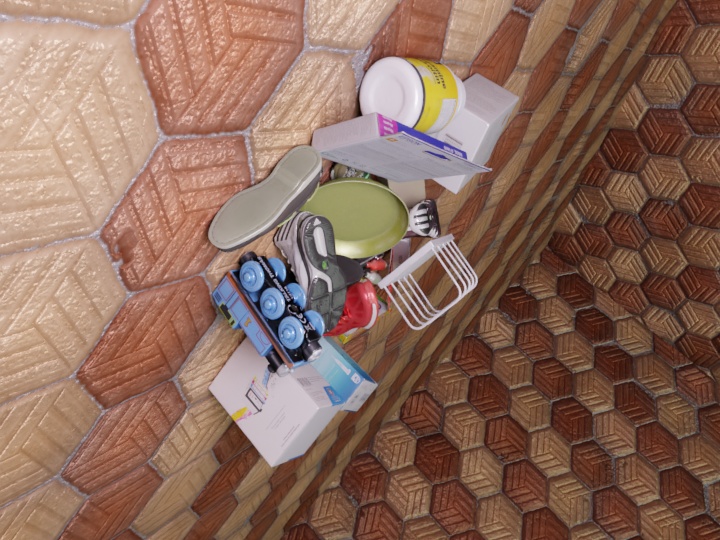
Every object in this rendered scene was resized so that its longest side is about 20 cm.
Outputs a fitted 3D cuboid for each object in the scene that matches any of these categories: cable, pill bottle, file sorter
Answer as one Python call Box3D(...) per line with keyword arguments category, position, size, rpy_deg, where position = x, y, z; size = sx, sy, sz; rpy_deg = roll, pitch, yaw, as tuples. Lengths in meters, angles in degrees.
Box3D(category="cable", position=(0.000, 0.000, 1.191), size=(0.098, 0.050, 0.198), rpy_deg=(-55, 160, 17))
Box3D(category="pill bottle", position=(0.092, -0.274, 0.935), size=(0.198, 0.111, 0.114), rpy_deg=(-23, 147, -53))
Box3D(category="file sorter", position=(0.148, 0.023, 1.206), size=(0.138, 0.126, 0.199), rpy_deg=(-38, 173, 21))

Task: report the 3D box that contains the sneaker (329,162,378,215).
Box3D(category="sneaker", position=(0.007, -0.139, 1.014), size=(0.077, 0.088, 0.201), rpy_deg=(-46, 160, -12))

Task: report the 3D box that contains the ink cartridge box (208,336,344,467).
Box3D(category="ink cartridge box", position=(-0.161, 0.240, 1.139), size=(0.146, 0.200, 0.147), rpy_deg=(-49, 160, 7))

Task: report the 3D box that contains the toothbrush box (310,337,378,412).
Box3D(category="toothbrush box", position=(-0.068, 0.205, 1.281), size=(0.086, 0.199, 0.146), rpy_deg=(-46, 161, -2))

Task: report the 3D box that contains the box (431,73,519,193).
Box3D(category="box", position=(0.208, -0.273, 1.156), size=(0.200, 0.105, 0.155), rpy_deg=(-44, 162, -49))

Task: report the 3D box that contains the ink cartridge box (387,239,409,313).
Box3D(category="ink cartridge box", position=(0.089, -0.023, 1.333), size=(0.202, 0.042, 0.179), rpy_deg=(84, 11, -63))

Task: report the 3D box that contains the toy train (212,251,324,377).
Box3D(category="toy train", position=(-0.138, 0.070, 0.909), size=(0.114, 0.202, 0.086), rpy_deg=(-46, 163, 26))

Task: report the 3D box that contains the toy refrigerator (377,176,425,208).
Box3D(category="toy refrigerator", position=(0.070, -0.186, 1.089), size=(0.074, 0.071, 0.201), rpy_deg=(-30, 159, -2))

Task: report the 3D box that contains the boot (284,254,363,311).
Box3D(category="boot", position=(-0.083, 0.061, 1.108), size=(0.183, 0.070, 0.202), rpy_deg=(-19, 151, -10))

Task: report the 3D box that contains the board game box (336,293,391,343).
Box3D(category="board game box", position=(-0.008, 0.093, 1.371), size=(0.198, 0.095, 0.030), rpy_deg=(-26, 150, -50))

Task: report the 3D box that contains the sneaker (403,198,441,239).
Box3D(category="sneaker", position=(0.089, -0.094, 1.149), size=(0.112, 0.079, 0.199), rpy_deg=(-10, 178, 19))

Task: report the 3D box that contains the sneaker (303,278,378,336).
Box3D(category="sneaker", position=(-0.046, 0.082, 1.025), size=(0.112, 0.080, 0.201), rpy_deg=(-14, 161, -24))

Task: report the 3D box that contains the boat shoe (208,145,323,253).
Box3D(category="boat shoe", position=(-0.127, -0.090, 0.830), size=(0.201, 0.071, 0.061), rpy_deg=(-44, 159, -19))

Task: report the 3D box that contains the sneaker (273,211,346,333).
Box3D(category="sneaker", position=(-0.084, -0.004, 0.967), size=(0.074, 0.114, 0.207), rpy_deg=(-20, 118, -30))

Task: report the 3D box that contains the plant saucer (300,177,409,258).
Box3D(category="plant saucer", position=(-0.015, -0.091, 0.986), size=(0.192, 0.032, 0.203), rpy_deg=(-1, 145, -1))

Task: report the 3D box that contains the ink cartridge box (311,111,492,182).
Box3D(category="ink cartridge box", position=(0.059, -0.175, 0.854), size=(0.192, 0.196, 0.045), rpy_deg=(10, 83, -41))
